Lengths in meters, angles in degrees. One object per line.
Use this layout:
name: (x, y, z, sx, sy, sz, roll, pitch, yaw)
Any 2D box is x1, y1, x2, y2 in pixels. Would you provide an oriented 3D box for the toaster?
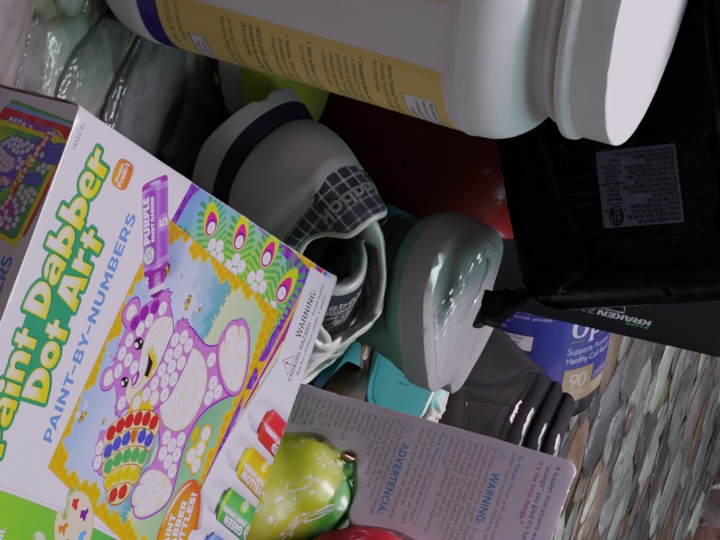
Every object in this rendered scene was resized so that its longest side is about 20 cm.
toaster: (0.142, -0.076, 1.087, 0.118, 0.199, 0.182, -7, 91, -42)

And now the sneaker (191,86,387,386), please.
sneaker: (-0.031, 0.015, 1.148, 0.076, 0.080, 0.201, -39, 154, -27)

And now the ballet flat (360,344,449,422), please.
ballet flat: (0.042, 0.005, 1.496, 0.201, 0.075, 0.064, -63, -176, -13)

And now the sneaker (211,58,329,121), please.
sneaker: (-0.010, -0.134, 1.120, 0.075, 0.076, 0.201, -48, 153, -62)

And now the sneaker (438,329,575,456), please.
sneaker: (0.052, 0.130, 1.531, 0.201, 0.099, 0.071, -59, 180, -4)

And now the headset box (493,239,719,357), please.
headset box: (0.133, -0.064, 1.428, 0.093, 0.173, 0.201, 108, -5, -64)

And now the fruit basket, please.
fruit basket: (-0.030, 0.139, 1.105, 0.094, 0.199, 0.186, 64, 45, -67)

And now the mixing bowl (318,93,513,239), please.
mixing bowl: (0.076, -0.089, 1.238, 0.200, 0.108, 0.200, -37, 159, -17)

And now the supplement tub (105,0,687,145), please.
supplement tub: (0.017, -0.132, 0.979, 0.145, 0.199, 0.146, 17, 90, -75)

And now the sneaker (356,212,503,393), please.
sneaker: (0.000, 0.000, 1.211, 0.074, 0.118, 0.200, -61, 172, -9)

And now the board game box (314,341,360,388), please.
board game box: (-0.060, 0.137, 1.288, 0.200, 0.047, 0.152, -59, 160, -44)

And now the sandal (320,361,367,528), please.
sandal: (-0.007, 0.120, 1.262, 0.201, 0.054, 0.082, 94, 21, -43)

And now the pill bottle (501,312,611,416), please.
pill bottle: (0.105, -0.020, 1.585, 0.112, 0.111, 0.201, -48, 151, -58)

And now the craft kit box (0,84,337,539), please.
craft kit box: (-0.100, 0.061, 0.979, 0.197, 0.048, 0.201, 32, 75, -55)

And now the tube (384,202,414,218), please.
tube: (0.031, -0.086, 1.386, 0.200, 0.050, 0.078, 91, 23, -60)
